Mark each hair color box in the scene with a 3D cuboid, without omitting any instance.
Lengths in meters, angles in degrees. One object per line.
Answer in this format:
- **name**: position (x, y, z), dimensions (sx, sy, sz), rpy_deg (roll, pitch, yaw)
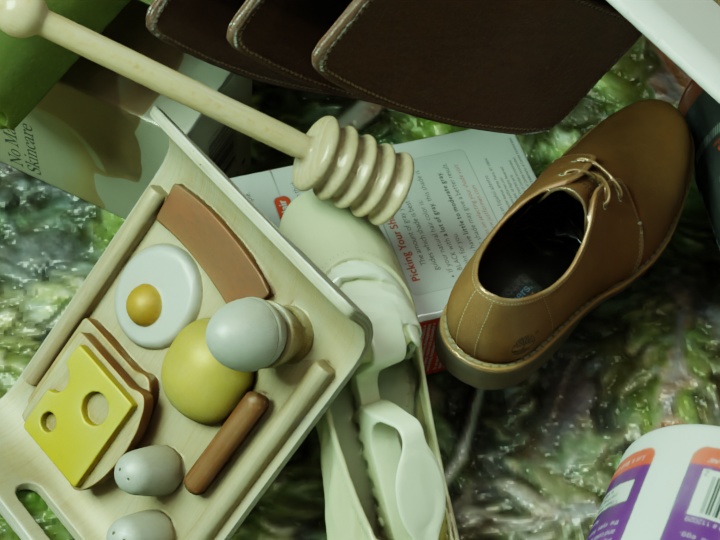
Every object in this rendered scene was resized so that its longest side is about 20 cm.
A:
- **hair color box**: position (0.000, 0.000, 0.823), dimensions (0.200, 0.064, 0.111), rpy_deg (-12, 57, -15)

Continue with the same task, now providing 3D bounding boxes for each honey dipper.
- **honey dipper**: position (-0.069, -0.073, 0.706), dimensions (0.200, 0.038, 0.038), rpy_deg (23, 51, -22)

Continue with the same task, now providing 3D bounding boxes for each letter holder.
- **letter holder**: position (0.017, -0.116, 0.763), dimensions (0.200, 0.142, 0.101), rpy_deg (7, 40, -53)

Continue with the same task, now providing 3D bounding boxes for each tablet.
- **tablet**: position (0.182, -0.090, 0.745), dimensions (0.200, 0.014, 0.130), rpy_deg (45, 26, 12)

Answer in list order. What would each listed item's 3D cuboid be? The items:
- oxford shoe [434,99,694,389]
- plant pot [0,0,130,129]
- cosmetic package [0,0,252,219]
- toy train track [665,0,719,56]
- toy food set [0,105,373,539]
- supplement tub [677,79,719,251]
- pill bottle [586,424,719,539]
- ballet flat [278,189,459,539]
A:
- **oxford shoe**: position (0.111, -0.028, 0.775), dimensions (0.071, 0.071, 0.200), rpy_deg (31, 55, 16)
- **plant pot**: position (-0.163, -0.174, 0.740), dimensions (0.200, 0.200, 0.190), rpy_deg (32, 89, 17)
- **cosmetic package**: position (-0.161, -0.102, 0.856), dimensions (0.200, 0.105, 0.071), rpy_deg (23, 58, 13)
- **toy train track**: position (0.238, -0.136, 0.963), dimensions (0.200, 0.033, 0.115), rpy_deg (20, 48, 2)
- **toy food set**: position (-0.099, 0.048, 0.722), dimensions (0.144, 0.200, 0.060), rpy_deg (44, 18, 24)
- **supplement tub**: position (0.239, -0.022, 0.832), dimensions (0.107, 0.107, 0.200), rpy_deg (-4, 55, -8)
- **pill bottle**: position (0.132, 0.175, 0.681), dimensions (0.111, 0.111, 0.200), rpy_deg (23, 56, 11)
- **ballet flat**: position (0.009, 0.057, 0.731), dimensions (0.069, 0.069, 0.200), rpy_deg (-11, 88, -13)
